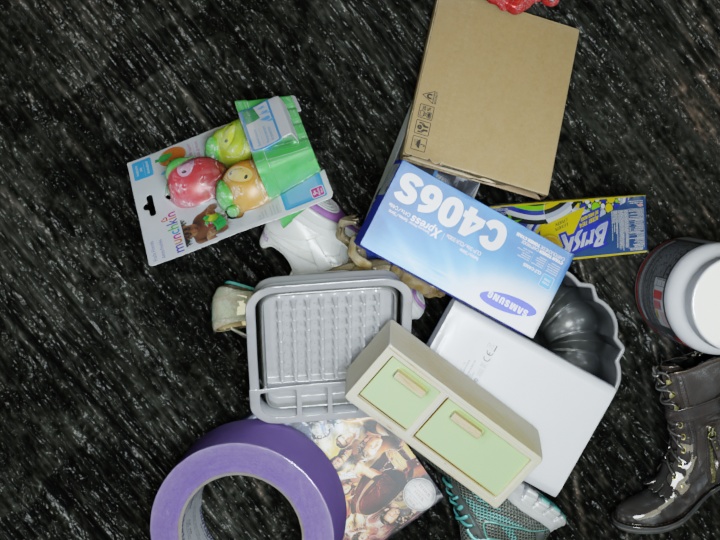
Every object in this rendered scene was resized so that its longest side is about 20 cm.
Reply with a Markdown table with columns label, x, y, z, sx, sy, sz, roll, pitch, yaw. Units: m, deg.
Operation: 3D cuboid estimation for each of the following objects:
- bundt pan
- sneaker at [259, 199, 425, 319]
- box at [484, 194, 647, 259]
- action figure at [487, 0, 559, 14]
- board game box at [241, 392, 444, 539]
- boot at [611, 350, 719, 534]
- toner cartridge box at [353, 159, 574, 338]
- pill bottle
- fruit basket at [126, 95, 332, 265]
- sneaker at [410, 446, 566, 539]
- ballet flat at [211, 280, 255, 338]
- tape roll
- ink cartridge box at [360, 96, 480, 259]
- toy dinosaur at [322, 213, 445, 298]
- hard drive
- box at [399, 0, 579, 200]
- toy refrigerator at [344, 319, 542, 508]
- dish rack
| label | x | y | z | sx | sy | sz | roll | pitch | yaw |
| --- | --- | --- | --- | --- | --- | --- | --- | --- | --- |
| bundt pan | 0.179 | 0.089 | 1.574 | 0.199 | 0.076 | 0.204 | -1 | 98 | -4 |
| sneaker | -0.019 | -0.005 | 1.576 | 0.199 | 0.075 | 0.100 | 38 | 111 | -5 |
| box | 0.204 | -0.043 | 1.539 | 0.198 | 0.070 | 0.065 | -5 | 93 | -27 |
| action figure | 0.119 | -0.320 | 1.557 | 0.198 | 0.052 | 0.066 | 19 | 50 | -5 |
| board game box | -0.019 | 0.205 | 1.596 | 0.135 | 0.035 | 0.201 | -36 | 95 | 0 |
| boot | 0.343 | 0.176 | 1.575 | 0.198 | 0.069 | 0.176 | -24 | 114 | -11 |
| toner cartridge box | 0.103 | -0.021 | 1.440 | 0.199 | 0.043 | 0.096 | 28 | 89 | -9 |
| pill bottle | 0.364 | 0.026 | 1.522 | 0.114 | 0.200 | 0.117 | 0 | 94 | -2 |
| fruit basket | -0.141 | -0.101 | 1.508 | 0.198 | 0.186 | 0.094 | -17 | 131 | -3 |
| sneaker | 0.127 | 0.250 | 1.573 | 0.199 | 0.078 | 0.092 | 35 | 89 | -14 |
| ballet flat | -0.065 | 0.061 | 1.569 | 0.198 | 0.067 | 0.063 | 11 | 77 | 5 |
| tape roll | -0.118 | 0.266 | 1.548 | 0.198 | 0.085 | 0.202 | 2 | 101 | 8 |
| ink cartridge box | 0.072 | -0.087 | 1.545 | 0.099 | 0.039 | 0.202 | 25 | 73 | -12 |
| toy dinosaur | 0.000 | 0.000 | 1.497 | 0.198 | 0.058 | 0.102 | -1 | 119 | 4 |
| hard drive | 0.151 | 0.134 | 1.525 | 0.199 | 0.025 | 0.133 | 28 | 95 | -9 |
| box | 0.140 | -0.189 | 1.550 | 0.162 | 0.021 | 0.202 | 16 | 71 | -6 |
| toy refrigerator | 0.084 | 0.146 | 1.466 | 0.199 | 0.070 | 0.076 | 38 | 109 | -12 |
| dish rack | -0.033 | 0.073 | 1.506 | 0.170 | 0.044 | 0.201 | -3 | 133 | -4 |
